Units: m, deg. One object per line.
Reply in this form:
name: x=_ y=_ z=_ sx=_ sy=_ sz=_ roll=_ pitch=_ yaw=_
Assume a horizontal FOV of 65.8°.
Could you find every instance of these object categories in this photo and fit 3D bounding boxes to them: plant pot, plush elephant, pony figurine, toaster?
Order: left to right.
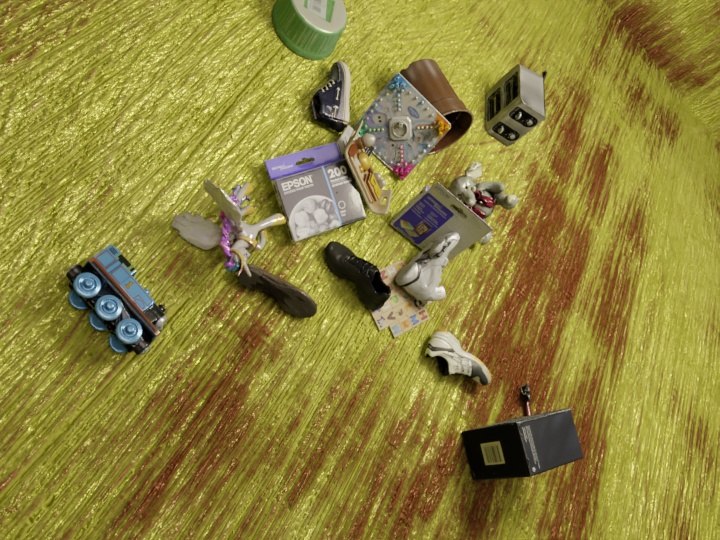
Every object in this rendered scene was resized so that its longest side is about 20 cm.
pony figurine: x=-0.266 y=-0.099 z=1.163 sx=0.193 sy=0.166 sz=0.202 roll=44 pitch=37 yaw=-13
plant pot: x=0.192 y=-0.468 z=1.573 sx=0.196 sy=0.200 sz=0.203 roll=-10 pitch=70 yaw=-35
plush elephant: x=0.316 y=-0.207 z=1.569 sx=0.153 sy=0.166 sz=0.202 roll=17 pitch=34 yaw=-41
toaster: x=0.503 y=-0.541 z=1.801 sx=0.116 sy=0.180 sz=0.205 roll=18 pitch=63 yaw=-24

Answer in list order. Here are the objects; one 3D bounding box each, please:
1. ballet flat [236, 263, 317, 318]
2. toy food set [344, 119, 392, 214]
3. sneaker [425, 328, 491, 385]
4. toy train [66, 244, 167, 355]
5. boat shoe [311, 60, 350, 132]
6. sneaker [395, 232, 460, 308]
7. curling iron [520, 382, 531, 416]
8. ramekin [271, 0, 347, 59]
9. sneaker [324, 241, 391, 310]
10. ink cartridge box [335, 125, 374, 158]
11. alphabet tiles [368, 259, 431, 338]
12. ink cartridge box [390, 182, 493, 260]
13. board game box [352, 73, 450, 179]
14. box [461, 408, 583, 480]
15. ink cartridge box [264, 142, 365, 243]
ballet flat: x=-0.179 y=0.040 z=1.214 sx=0.197 sy=0.068 sz=0.047 roll=29 pitch=26 yaw=-17
toy food set: x=0.027 y=-0.252 z=1.365 sx=0.203 sy=0.059 sz=0.145 roll=63 pitch=21 yaw=-25
sneaker: x=0.242 y=0.239 z=1.409 sx=0.199 sy=0.075 sz=0.088 roll=40 pitch=71 yaw=-10
toy train: x=-0.440 y=0.057 z=1.018 sx=0.201 sy=0.086 sz=0.114 roll=49 pitch=48 yaw=-7
boat shoe: x=-0.080 y=-0.470 z=1.458 sx=0.091 sy=0.074 sz=0.206 roll=11 pitch=67 yaw=-37
sneaker: x=0.192 y=0.000 z=1.416 sx=0.199 sy=0.075 sz=0.116 roll=-40 pitch=105 yaw=-2
curling iron: x=0.452 y=0.406 z=1.495 sx=0.049 sy=0.025 sz=0.206 roll=34 pitch=52 yaw=-63
ramekin: x=-0.130 y=-0.684 z=1.493 sx=0.196 sy=0.097 sz=0.206 roll=12 pitch=66 yaw=-29
sneaker: x=0.000 y=0.000 z=1.317 sx=0.199 sy=0.091 sz=0.076 roll=43 pitch=58 yaw=-4
ink cartridge box: x=-0.045 y=-0.269 z=1.423 sx=0.093 sy=0.044 sz=0.203 roll=37 pitch=57 yaw=-15
alphabet tiles: x=0.097 y=0.069 z=1.409 sx=0.197 sy=0.006 sz=0.170 roll=-22 pitch=84 yaw=-37
ink cartridge box: x=0.209 y=-0.124 z=1.436 sx=0.196 sy=0.199 sz=0.044 roll=37 pitch=47 yaw=-15
board game box: x=0.104 y=-0.372 z=1.467 sx=0.199 sy=0.200 sz=0.026 roll=40 pitch=28 yaw=-11
box: x=0.389 y=0.421 z=1.343 sx=0.194 sy=0.199 sz=0.127 roll=-3 pitch=72 yaw=-33
ink cartridge box: x=-0.104 y=-0.190 z=1.308 sx=0.194 sy=0.043 sz=0.205 roll=-20 pitch=90 yaw=-23
